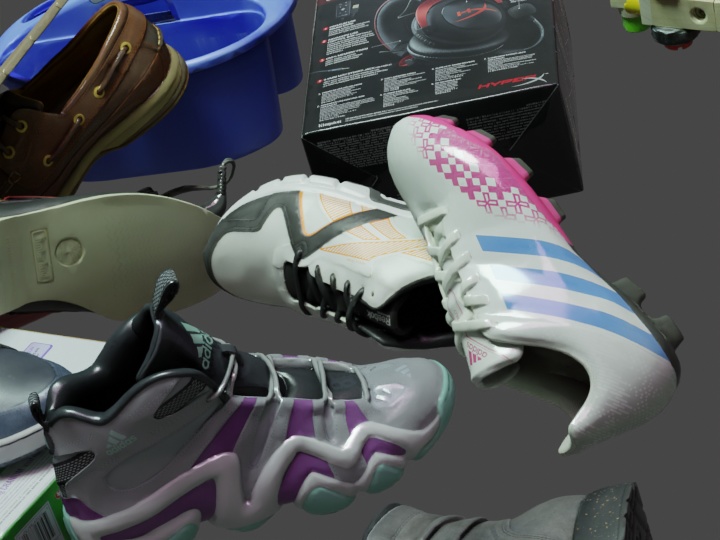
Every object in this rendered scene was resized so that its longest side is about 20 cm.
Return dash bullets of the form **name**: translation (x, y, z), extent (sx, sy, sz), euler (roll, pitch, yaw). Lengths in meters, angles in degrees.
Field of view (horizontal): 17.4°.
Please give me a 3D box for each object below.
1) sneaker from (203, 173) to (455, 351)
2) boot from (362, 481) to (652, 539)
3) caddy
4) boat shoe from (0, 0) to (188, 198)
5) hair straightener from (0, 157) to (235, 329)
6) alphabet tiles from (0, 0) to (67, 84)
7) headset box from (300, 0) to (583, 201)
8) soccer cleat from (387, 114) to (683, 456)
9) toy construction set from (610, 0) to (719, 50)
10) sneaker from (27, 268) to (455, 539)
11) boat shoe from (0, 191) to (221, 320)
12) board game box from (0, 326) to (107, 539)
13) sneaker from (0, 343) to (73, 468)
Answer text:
- **sneaker**: translation (0.000, 0.000, 1.228), extent (0.200, 0.074, 0.080), euler (2, 38, 28)
- **boot**: translation (0.047, 0.162, 0.973), extent (0.131, 0.070, 0.200), euler (-9, 22, 19)
- **caddy**: translation (-0.130, -0.136, 1.467), extent (0.200, 0.105, 0.141), euler (-7, 32, 16)
- **boat shoe**: translation (-0.190, -0.076, 1.342), extent (0.200, 0.068, 0.072), euler (-44, 43, -11)
- **hair straightener**: translation (-0.164, -0.020, 1.362), extent (0.200, 0.041, 0.077), euler (-28, 33, -8)
- **alphabet tiles**: translation (-0.225, -0.086, 1.333), extent (0.166, 0.006, 0.200), euler (-42, 14, 43)
- **headset box**: translation (0.049, -0.113, 1.376), extent (0.148, 0.075, 0.200), euler (-11, 32, 9)
- **soccer cleat**: translation (0.066, 0.005, 1.131), extent (0.086, 0.070, 0.200), euler (-36, 66, -21)
- **toy construction set**: translation (0.229, -0.189, 1.406), extent (0.200, 0.092, 0.131), euler (-5, 32, 39)
- **sneaker**: translation (-0.059, 0.052, 1.108), extent (0.200, 0.140, 0.078), euler (-23, 32, -8)
- **boat shoe**: translation (-0.167, -0.010, 1.289), extent (0.201, 0.074, 0.063), euler (-6, 18, -23)
- **board game box**: translation (-0.210, 0.090, 1.219), extent (0.200, 0.040, 0.153), euler (7, 39, 34)
- **sneaker**: translation (-0.239, 0.023, 1.161), extent (0.202, 0.146, 0.077), euler (3, 35, 27)
